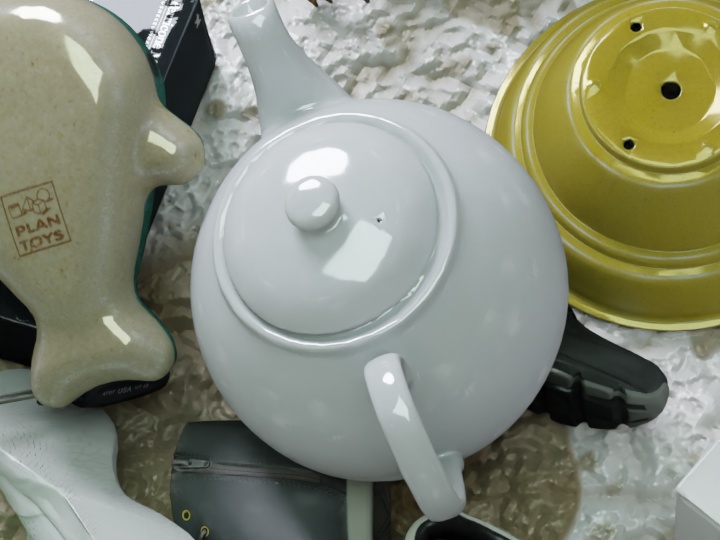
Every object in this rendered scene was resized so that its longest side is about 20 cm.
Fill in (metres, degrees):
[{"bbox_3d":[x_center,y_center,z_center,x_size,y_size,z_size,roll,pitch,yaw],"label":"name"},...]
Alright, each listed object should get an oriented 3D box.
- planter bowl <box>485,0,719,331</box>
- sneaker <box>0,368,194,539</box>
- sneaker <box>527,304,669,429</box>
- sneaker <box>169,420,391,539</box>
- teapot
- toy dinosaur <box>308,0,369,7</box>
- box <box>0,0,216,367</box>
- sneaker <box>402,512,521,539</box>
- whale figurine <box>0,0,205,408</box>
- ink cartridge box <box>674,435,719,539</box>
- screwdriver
[{"bbox_3d":[0.159,-0.076,1.452,0.199,0.084,0.201,-2,68,6],"label":"planter bowl"},{"bbox_3d":[-0.147,0.133,1.415,0.075,0.089,0.200,-7,40,-34],"label":"sneaker"},{"bbox_3d":[0.068,0.015,1.430,0.199,0.075,0.079,23,70,15],"label":"sneaker"},{"bbox_3d":[-0.041,0.162,1.390,0.106,0.075,0.201,-5,58,10],"label":"sneaker"},{"bbox_3d":[0.000,0.000,1.336,0.199,0.146,0.198,20,76,23],"label":"teapot"},{"bbox_3d":[-0.005,-0.202,1.534,0.199,0.060,0.107,28,71,-9],"label":"toy dinosaur"},{"bbox_3d":[-0.176,-0.060,1.489,0.141,0.079,0.201,16,70,14],"label":"box"},{"bbox_3d":[0.094,0.188,1.348,0.200,0.088,0.076,34,73,17],"label":"sneaker"},{"bbox_3d":[-0.144,-0.037,1.396,0.159,0.104,0.201,-18,89,15],"label":"whale figurine"},{"bbox_3d":[0.262,0.099,1.332,0.145,0.147,0.200,39,77,19],"label":"ink cartridge box"},{"bbox_3d":[-0.172,0.064,1.400,0.200,0.029,0.028,-12,66,-43],"label":"screwdriver"}]
